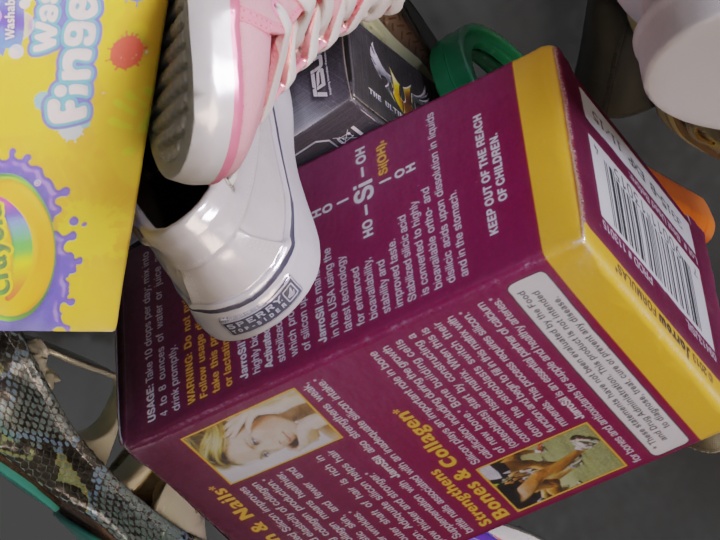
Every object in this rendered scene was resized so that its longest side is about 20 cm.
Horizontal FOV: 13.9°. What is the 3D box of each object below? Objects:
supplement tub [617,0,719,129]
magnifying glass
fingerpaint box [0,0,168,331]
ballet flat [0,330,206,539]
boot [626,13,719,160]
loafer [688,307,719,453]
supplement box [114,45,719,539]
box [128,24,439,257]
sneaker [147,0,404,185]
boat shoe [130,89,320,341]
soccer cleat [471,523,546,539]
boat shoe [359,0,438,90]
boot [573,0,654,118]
[{"bbox_3d":[0.151,-0.165,1.066,0.139,0.201,0.140,-4,160,-2],"label":"supplement tub"},{"bbox_3d":[0.091,-0.047,1.214,0.022,0.080,0.200,-34,149,20],"label":"magnifying glass"},{"bbox_3d":[-0.126,-0.103,1.050,0.073,0.167,0.201,1,114,-23],"label":"fingerpaint box"},{"bbox_3d":[-0.107,0.081,1.226,0.074,0.074,0.200,-44,129,0],"label":"ballet flat"},{"bbox_3d":[0.190,-0.048,1.196,0.073,0.156,0.200,-41,155,0],"label":"boot"},{"bbox_3d":[0.147,0.051,1.335,0.199,0.075,0.070,12,105,-32],"label":"loafer"},{"bbox_3d":[0.023,0.025,1.121,0.199,0.104,0.131,-24,136,19],"label":"supplement box"},{"bbox_3d":[0.000,0.000,1.205,0.158,0.049,0.200,-32,132,28],"label":"box"},{"bbox_3d":[-0.021,-0.104,1.043,0.104,0.201,0.076,9,132,-12],"label":"sneaker"},{"bbox_3d":[-0.069,-0.055,1.089,0.072,0.200,0.066,-31,128,13],"label":"boat shoe"},{"bbox_3d":[0.017,0.131,1.262,0.199,0.074,0.068,28,137,-31],"label":"soccer cleat"},{"bbox_3d":[-0.001,-0.072,1.200,0.076,0.072,0.200,-34,127,9],"label":"boat shoe"},{"bbox_3d":[0.163,-0.153,1.252,0.199,0.077,0.139,-27,145,-23],"label":"boot"}]
